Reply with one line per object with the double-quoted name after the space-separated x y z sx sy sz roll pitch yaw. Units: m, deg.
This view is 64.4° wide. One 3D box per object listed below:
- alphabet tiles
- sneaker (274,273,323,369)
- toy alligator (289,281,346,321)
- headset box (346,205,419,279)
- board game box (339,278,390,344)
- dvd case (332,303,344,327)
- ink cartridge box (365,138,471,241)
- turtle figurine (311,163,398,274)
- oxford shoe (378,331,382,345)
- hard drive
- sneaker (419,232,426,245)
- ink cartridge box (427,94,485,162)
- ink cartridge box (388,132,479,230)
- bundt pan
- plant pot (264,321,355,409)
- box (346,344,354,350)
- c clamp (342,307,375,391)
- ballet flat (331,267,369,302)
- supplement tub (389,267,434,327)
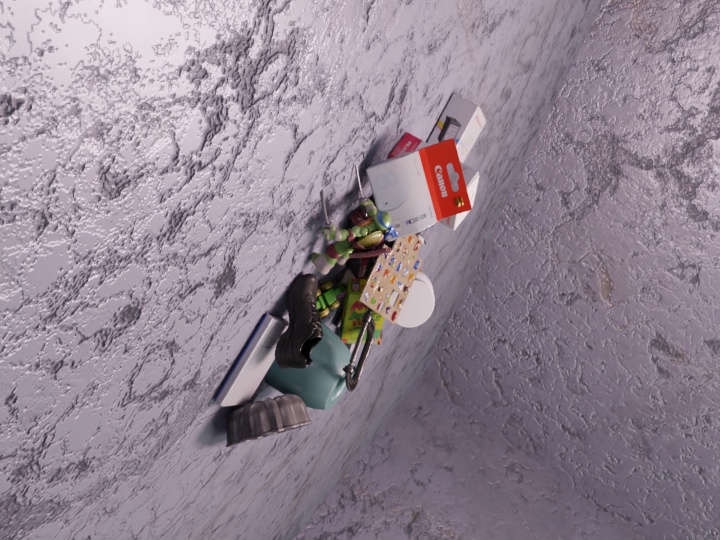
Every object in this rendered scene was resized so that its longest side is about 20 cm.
0.079 0.005 1.311 0.167 0.007 0.204 36 76 -51 "alphabet tiles"
-0.111 0.108 1.190 0.075 0.089 0.206 23 73 -51 "sneaker"
-0.108 0.079 1.307 0.053 0.061 0.199 -14 -165 44 "toy alligator"
0.045 -0.079 1.343 0.197 0.075 0.151 -25 148 -25 "headset box"
0.008 0.105 1.408 0.203 0.098 0.049 102 -12 -48 "board game box"
-0.001 0.064 1.620 0.203 0.024 0.150 -61 163 8 "dvd case"
0.125 -0.169 1.212 0.047 0.195 0.164 -77 150 -72 "ink cartridge box"
-0.033 -0.096 1.175 0.194 0.197 0.146 -43 -155 39 "turtle figurine"
0.039 0.145 1.579 0.073 0.070 0.201 -57 161 -21 "oxford shoe"
-0.220 0.190 1.210 0.203 0.025 0.132 -59 163 -1 "hard drive"
0.136 -0.127 1.501 0.202 0.128 0.079 -60 163 5 "sneaker"
0.241 -0.339 1.517 0.204 0.084 0.147 -62 162 7 "ink cartridge box"
0.167 -0.206 1.336 0.085 0.198 0.146 -50 161 -19 "ink cartridge box"
-0.208 0.328 1.270 0.196 0.078 0.202 -15 167 -4 "bundt pan"
-0.107 0.234 1.378 0.202 0.159 0.202 -51 162 -24 "plant pot"
0.020 0.130 1.681 0.200 0.041 0.158 -42 156 -43 "box"
-0.002 0.174 1.326 0.171 0.026 0.205 65 42 -67 "c clamp"
0.000 0.000 1.440 0.200 0.069 0.072 -43 165 -31 "ballet flat"
0.110 0.050 1.495 0.147 0.142 0.201 -61 -163 13 "supplement tub"
